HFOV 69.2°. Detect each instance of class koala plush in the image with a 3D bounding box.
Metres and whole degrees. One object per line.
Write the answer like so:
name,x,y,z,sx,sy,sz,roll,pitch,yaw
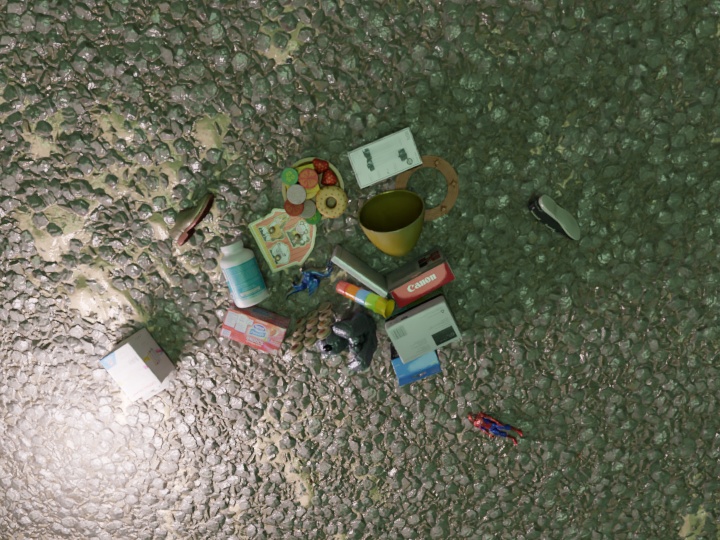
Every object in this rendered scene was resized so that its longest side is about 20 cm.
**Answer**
koala plush,-0.061,0.223,1.698,0.199,0.184,0.178,-14,108,28

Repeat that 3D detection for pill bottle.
pill bottle,-0.374,0.007,1.647,0.110,0.111,0.201,-15,106,6

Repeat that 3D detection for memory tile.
memory tile,-0.154,0.180,1.648,0.153,0.200,0.017,-30,112,12

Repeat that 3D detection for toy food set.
toy food set,-0.147,-0.243,1.595,0.196,0.049,0.202,-15,105,5

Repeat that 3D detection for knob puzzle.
knob puzzle,-0.231,-0.105,1.652,0.218,0.030,0.222,0,106,1

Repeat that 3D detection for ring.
ring,0.204,-0.251,1.602,0.198,0.019,0.202,0,106,1

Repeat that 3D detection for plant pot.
plant pot,0.105,-0.126,1.570,0.198,0.201,0.143,-13,132,6

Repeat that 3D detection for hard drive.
hard drive,0.000,0.000,1.624,0.199,0.132,0.027,36,105,-9

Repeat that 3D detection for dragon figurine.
dragon figurine,-0.165,0.042,1.679,0.099,0.059,0.201,32,104,-8

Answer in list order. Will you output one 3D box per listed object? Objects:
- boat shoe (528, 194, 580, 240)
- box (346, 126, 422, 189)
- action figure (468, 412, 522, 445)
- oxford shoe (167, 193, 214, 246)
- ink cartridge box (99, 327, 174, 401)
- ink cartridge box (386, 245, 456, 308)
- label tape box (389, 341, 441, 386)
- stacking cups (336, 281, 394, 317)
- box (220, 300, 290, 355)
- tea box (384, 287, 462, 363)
boat shoe,0.596,-0.154,1.599,0.199,0.074,0.060,32,147,-24
box,0.072,-0.332,1.550,0.199,0.060,0.117,-22,95,7
action figure,0.467,0.548,1.823,0.199,0.052,0.066,24,110,-3
oxford shoe,-0.531,-0.170,1.621,0.075,0.070,0.200,40,103,-4
ink cartridge box,-0.734,0.323,1.744,0.128,0.125,0.201,-30,104,10
ink cartridge box,0.184,0.025,1.604,0.199,0.176,0.084,-29,104,10
label tape box,0.173,0.272,1.666,0.143,0.200,0.064,-22,106,8
stacking cups,0.008,0.087,1.641,0.199,0.060,0.061,20,110,29
box,-0.342,0.183,1.708,0.199,0.095,0.103,20,106,-5
tea box,0.190,0.157,1.632,0.199,0.197,0.134,-26,105,9
